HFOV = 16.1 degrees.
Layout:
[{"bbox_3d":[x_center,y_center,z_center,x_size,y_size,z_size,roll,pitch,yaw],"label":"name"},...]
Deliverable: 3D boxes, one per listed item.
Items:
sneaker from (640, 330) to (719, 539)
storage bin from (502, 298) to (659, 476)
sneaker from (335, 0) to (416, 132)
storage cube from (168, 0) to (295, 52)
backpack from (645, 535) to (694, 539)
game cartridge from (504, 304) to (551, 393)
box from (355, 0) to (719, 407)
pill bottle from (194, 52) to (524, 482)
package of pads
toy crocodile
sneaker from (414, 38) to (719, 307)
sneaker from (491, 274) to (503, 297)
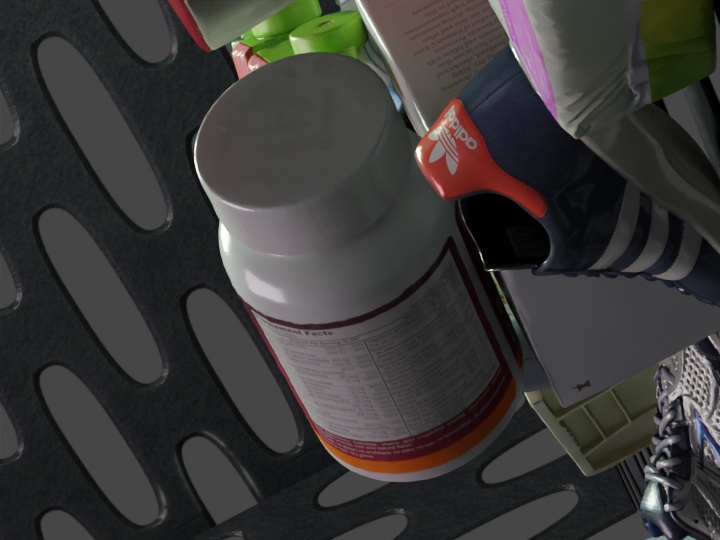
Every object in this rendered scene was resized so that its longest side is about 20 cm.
[{"bbox_3d":[0.172,0.094,1.259,0.201,0.085,0.077,64,-179,3],"label":"sneaker"},{"bbox_3d":[0.126,0.008,1.651,0.201,0.093,0.199,63,-175,24],"label":"storage bin"},{"bbox_3d":[0.013,-0.147,1.325,0.086,0.075,0.201,25,133,16],"label":"sneaker"},{"bbox_3d":[-0.055,-0.228,1.090,0.180,0.200,0.171,57,179,12],"label":"storage cube"},{"bbox_3d":[0.226,0.227,1.454,0.163,0.153,0.201,51,-156,-53],"label":"backpack"},{"bbox_3d":[0.076,0.040,1.343,0.200,0.133,0.042,-31,-67,-83],"label":"game cartridge"},{"bbox_3d":[0.087,-0.058,1.219,0.200,0.097,0.125,64,-179,38],"label":"box"},{"bbox_3d":[0.000,0.000,1.161,0.110,0.109,0.200,64,180,43],"label":"pill bottle"},{"bbox_3d":[0.050,-0.144,0.808,0.155,0.068,0.200,63,-179,17],"label":"package of pads"},{"bbox_3d":[-0.032,-0.099,1.304,0.200,0.062,0.068,-143,35,-68],"label":"toy crocodile"},{"bbox_3d":[0.090,-0.022,0.979,0.200,0.084,0.075,38,-161,-46],"label":"sneaker"},{"bbox_3d":[0.043,-0.016,1.330,0.077,0.199,0.076,81,-160,-54],"label":"sneaker"}]
